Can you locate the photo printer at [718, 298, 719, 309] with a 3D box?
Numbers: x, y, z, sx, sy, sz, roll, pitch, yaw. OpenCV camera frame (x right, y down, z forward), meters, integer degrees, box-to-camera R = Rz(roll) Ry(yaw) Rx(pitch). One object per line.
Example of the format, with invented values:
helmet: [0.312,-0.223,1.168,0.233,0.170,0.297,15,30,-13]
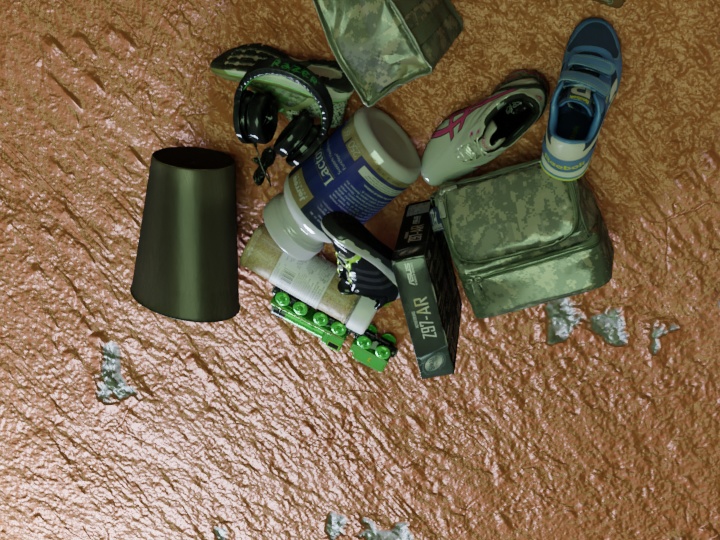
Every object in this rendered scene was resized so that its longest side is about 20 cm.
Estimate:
photo printer: [0.574,0.046,1.353,0.199,0.070,0.167,-38,100,26]

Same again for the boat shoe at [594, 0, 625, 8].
boat shoe: [0.221,-0.348,1.266,0.198,0.076,0.073,16,119,9]

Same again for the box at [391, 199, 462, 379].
box: [0.088,0.019,1.393,0.043,0.200,0.162,-11,112,13]

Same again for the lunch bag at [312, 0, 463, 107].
lunch bag: [0.019,-0.322,1.278,0.117,0.164,0.201,-25,106,29]

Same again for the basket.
basket: [-0.233,-0.056,1.484,0.179,0.135,0.202,24,116,40]

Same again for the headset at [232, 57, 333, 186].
headset: [-0.102,-0.186,1.383,0.122,0.094,0.201,25,135,-2]

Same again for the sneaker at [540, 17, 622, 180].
sneaker: [0.260,-0.208,1.270,0.073,0.082,0.202,11,76,13]

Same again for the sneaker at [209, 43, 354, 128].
sneaker: [-0.103,-0.228,1.410,0.198,0.077,0.089,16,129,11]

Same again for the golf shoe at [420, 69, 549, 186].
golf shoe: [0.146,-0.169,1.356,0.073,0.092,0.200,45,118,-11]

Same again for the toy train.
toy train: [-0.041,0.080,1.548,0.198,0.042,0.057,28,128,1]

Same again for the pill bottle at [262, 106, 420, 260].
pill bottle: [-0.027,-0.108,1.415,0.200,0.116,0.116,-39,100,26]

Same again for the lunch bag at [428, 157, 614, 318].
lunch bag: [0.202,-0.052,1.368,0.198,0.140,0.169,-15,108,21]

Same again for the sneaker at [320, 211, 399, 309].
sneaker: [0.000,0.000,1.395,0.083,0.072,0.200,-41,139,9]

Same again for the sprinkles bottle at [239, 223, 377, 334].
sprinkles bottle: [-0.067,0.011,1.505,0.199,0.068,0.069,30,118,0]
